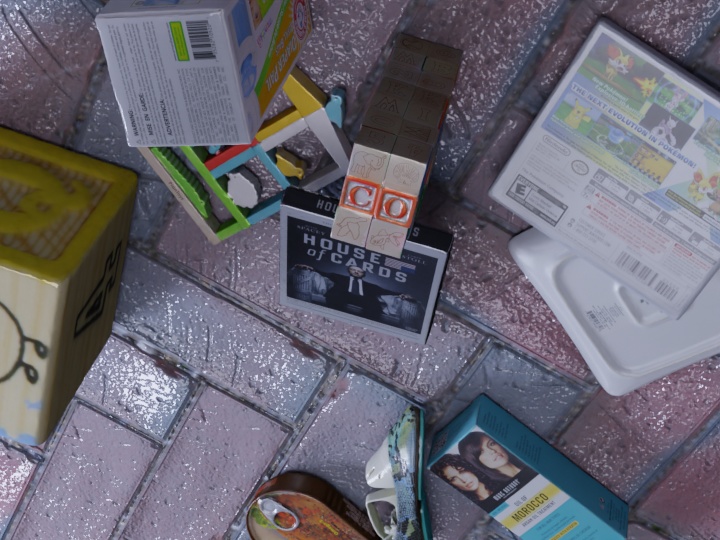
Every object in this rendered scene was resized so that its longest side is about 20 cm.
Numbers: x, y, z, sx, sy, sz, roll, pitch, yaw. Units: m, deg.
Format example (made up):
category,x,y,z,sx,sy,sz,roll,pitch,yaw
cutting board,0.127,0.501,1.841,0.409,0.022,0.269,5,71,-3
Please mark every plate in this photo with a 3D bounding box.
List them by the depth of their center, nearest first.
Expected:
category,x,y,z,sx,sy,sz,roll,pitch,yaw
plate,0.260,0.016,1.212,0.199,0.032,0.200,-26,114,28

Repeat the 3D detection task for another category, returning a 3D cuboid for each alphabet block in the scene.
category,x,y,z,sx,sy,sz,roll,pitch,yaw
alphabet block,-0.335,0.007,1.261,0.194,0.197,0.201,17,126,1

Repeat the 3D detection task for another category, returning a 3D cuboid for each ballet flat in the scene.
category,x,y,z,sx,sy,sz,roll,pitch,yaw
ballet flat,0.037,0.223,1.381,0.073,0.074,0.202,3,122,13

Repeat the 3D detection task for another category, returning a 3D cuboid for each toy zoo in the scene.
category,x,y,z,sx,sy,sz,roll,pitch,yaw
toy zoo,-0.094,-0.115,1.223,0.199,0.021,0.132,-27,113,28

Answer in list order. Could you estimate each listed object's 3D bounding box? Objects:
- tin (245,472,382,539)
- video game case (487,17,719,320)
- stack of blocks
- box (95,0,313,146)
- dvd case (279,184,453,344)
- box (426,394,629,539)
category,x,y,z,sx,sy,sz,roll,pitch,yaw
tin,-0.035,0.298,1.472,0.200,0.042,0.112,42,119,-14
video game case,0.234,-0.081,1.133,0.199,0.022,0.183,34,119,3
stack of blocks,0.029,-0.093,1.096,0.058,0.201,0.116,16,125,3
box,-0.115,-0.193,1.067,0.100,0.201,0.113,0,125,15
dvd case,0.000,0.000,1.218,0.149,0.025,0.200,16,155,4
box,0.169,0.217,1.358,0.199,0.049,0.082,37,124,-11
